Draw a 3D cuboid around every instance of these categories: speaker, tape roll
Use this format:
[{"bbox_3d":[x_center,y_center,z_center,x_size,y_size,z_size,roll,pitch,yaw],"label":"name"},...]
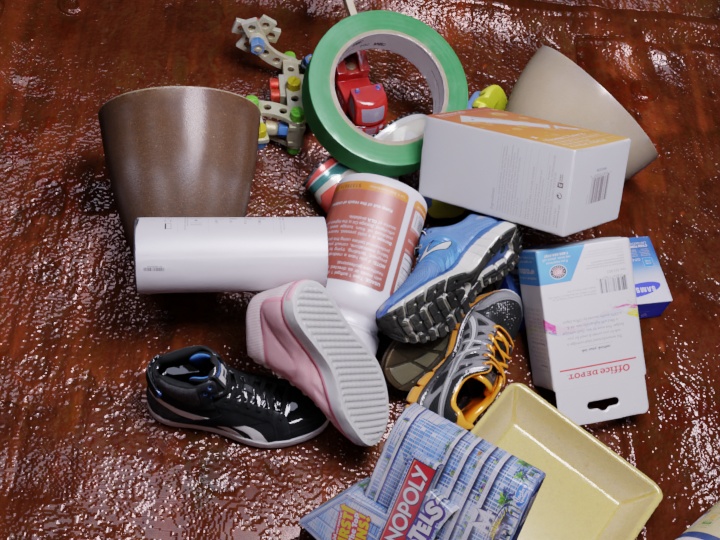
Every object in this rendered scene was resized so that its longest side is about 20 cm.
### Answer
[{"bbox_3d":[-0.133,-0.017,1.062,0.200,0.081,0.081,-1,58,-10],"label":"speaker"},{"bbox_3d":[0.030,-0.216,1.240,0.200,0.048,0.201,3,77,-13],"label":"tape roll"}]

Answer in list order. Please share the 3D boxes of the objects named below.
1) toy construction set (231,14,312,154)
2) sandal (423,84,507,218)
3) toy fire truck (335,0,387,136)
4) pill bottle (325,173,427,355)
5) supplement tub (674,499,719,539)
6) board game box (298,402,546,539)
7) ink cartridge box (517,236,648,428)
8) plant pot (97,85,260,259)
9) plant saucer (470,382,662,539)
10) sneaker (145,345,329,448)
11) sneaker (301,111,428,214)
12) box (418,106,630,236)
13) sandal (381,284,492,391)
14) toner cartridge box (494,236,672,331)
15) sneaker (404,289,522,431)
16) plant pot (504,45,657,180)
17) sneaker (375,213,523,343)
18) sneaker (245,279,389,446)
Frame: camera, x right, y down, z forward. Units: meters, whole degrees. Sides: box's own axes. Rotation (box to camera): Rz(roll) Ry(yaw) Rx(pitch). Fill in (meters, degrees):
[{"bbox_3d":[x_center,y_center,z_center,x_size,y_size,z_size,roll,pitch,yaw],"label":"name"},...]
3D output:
[{"bbox_3d":[-0.112,-0.233,1.316,0.131,0.092,0.200,-1,69,-9],"label":"toy construction set"},{"bbox_3d":[0.122,-0.150,1.310,0.087,0.080,0.200,5,57,38],"label":"sandal"},{"bbox_3d":[-0.012,-0.290,1.329,0.049,0.141,0.200,-13,61,-16],"label":"toy fire truck"},{"bbox_3d":[0.000,0.000,1.156,0.112,0.112,0.200,16,71,2],"label":"pill bottle"},{"bbox_3d":[0.420,0.284,1.028,0.200,0.144,0.144,-32,67,-24],"label":"supplement tub"},{"bbox_3d":[0.049,0.244,0.998,0.200,0.200,0.062,25,15,20],"label":"board game box"},{"bbox_3d":[0.252,0.068,1.155,0.115,0.068,0.200,-8,93,-12],"label":"ink cartridge box"},{"bbox_3d":[-0.202,-0.083,1.162,0.187,0.187,0.200,-2,78,-9],"label":"plant pot"},{"bbox_3d":[0.183,0.250,1.073,0.200,0.048,0.200,37,60,15],"label":"plant saucer"},{"bbox_3d":[-0.127,0.130,1.065,0.200,0.112,0.073,5,59,-4],"label":"sneaker"},{"bbox_3d":[0.027,-0.123,1.283,0.200,0.070,0.093,-31,85,-26],"label":"sneaker"},{"bbox_3d":[0.184,-0.118,1.160,0.200,0.098,0.124,20,24,37],"label":"box"},{"bbox_3d":[0.083,0.059,1.168,0.082,0.055,0.200,49,57,-26],"label":"sandal"},{"bbox_3d":[0.267,0.015,1.234,0.200,0.043,0.095,-6,61,-12],"label":"toner cartridge box"},{"bbox_3d":[0.132,0.105,1.121,0.078,0.077,0.200,47,64,-27],"label":"sneaker"},{"bbox_3d":[0.252,-0.163,1.278,0.134,0.200,0.200,-46,70,7],"label":"plant pot"},{"bbox_3d":[0.088,0.004,1.122,0.200,0.079,0.089,-37,44,-26],"label":"sneaker"},{"bbox_3d":[-0.050,0.098,1.066,0.075,0.105,0.200,-48,119,-40],"label":"sneaker"}]
